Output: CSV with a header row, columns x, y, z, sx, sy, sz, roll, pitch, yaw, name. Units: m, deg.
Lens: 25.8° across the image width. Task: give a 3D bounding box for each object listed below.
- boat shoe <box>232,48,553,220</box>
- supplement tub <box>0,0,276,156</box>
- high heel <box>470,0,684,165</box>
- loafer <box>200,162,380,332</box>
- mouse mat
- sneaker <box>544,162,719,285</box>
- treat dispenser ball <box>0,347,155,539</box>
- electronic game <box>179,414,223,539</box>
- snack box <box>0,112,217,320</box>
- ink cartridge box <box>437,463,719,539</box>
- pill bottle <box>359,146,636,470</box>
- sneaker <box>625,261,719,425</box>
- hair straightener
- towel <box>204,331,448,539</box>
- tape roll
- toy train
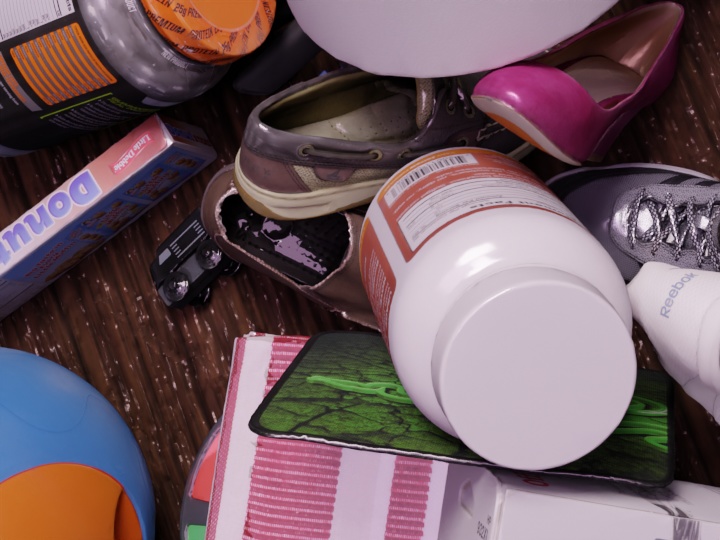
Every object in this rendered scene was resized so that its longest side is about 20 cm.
x,y,z,sx,sy,sz,roll,pitch,yaw,name
0.028,-0.084,0.841,0.200,0.066,0.072,-19,63,-18,boat shoe
-0.152,-0.142,0.888,0.199,0.122,0.123,-12,82,36,supplement tub
0.118,-0.104,0.789,0.067,0.200,0.096,36,103,22,high heel
0.000,0.000,0.870,0.199,0.071,0.073,18,99,3,loafer
0.056,0.065,0.786,0.199,0.161,0.008,8,106,9,mouse mat
0.179,-0.022,0.807,0.199,0.114,0.076,14,83,17,sneaker
-0.215,0.143,0.875,0.200,0.201,0.202,-1,86,17,treat dispenser ball
-0.010,0.150,0.894,0.199,0.042,0.201,-1,86,17,electronic game
-0.179,-0.022,0.942,0.200,0.072,0.024,-36,78,12,snack box
0.144,0.147,0.759,0.199,0.145,0.084,10,91,-6,ink cartridge box
0.063,0.016,0.744,0.112,0.200,0.113,-2,108,-6,pill bottle
0.194,0.048,0.770,0.087,0.200,0.075,32,80,41,sneaker
0.003,-0.145,0.878,0.200,0.041,0.077,-26,72,33,hair straightener
0.018,0.116,0.861,0.199,0.023,0.145,8,84,11,towel
0.047,-0.190,0.767,0.202,0.071,0.203,-11,49,14,tape roll
-0.050,-0.056,0.927,0.200,0.034,0.046,-43,65,11,toy train
